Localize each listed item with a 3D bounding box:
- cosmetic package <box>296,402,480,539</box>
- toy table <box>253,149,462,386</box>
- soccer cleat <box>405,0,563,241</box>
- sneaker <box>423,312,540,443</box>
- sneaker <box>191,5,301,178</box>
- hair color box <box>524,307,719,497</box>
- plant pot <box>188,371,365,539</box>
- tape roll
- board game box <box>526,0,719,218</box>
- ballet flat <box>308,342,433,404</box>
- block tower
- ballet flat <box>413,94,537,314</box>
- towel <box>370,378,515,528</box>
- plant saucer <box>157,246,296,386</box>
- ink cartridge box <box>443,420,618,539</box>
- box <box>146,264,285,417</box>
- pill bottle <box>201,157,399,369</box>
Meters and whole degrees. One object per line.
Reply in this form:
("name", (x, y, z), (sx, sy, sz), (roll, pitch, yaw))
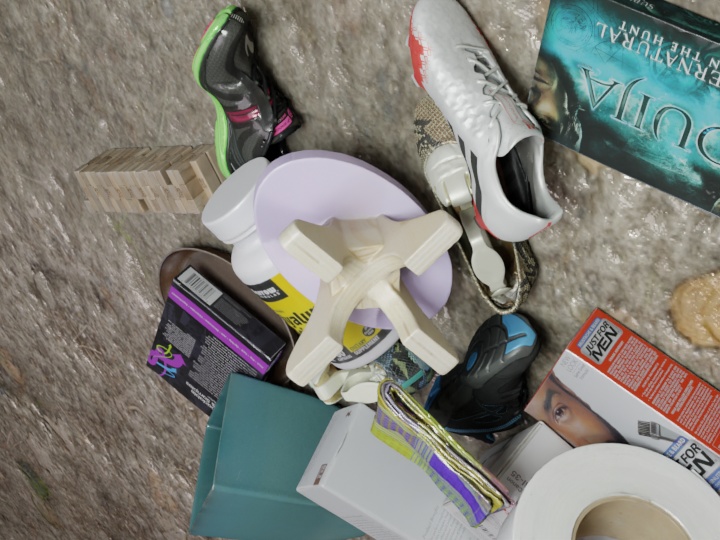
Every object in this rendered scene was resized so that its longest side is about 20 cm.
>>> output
("cosmetic package", (0.044, 0.234, 1.190), (0.200, 0.102, 0.074), (35, 153, -14))
("toy table", (0.000, 0.000, 0.931), (0.200, 0.117, 0.184), (27, 111, -21))
("soccer cleat", (0.096, -0.117, 0.851), (0.085, 0.069, 0.200), (-5, 107, 66))
("sneaker", (0.131, 0.104, 1.072), (0.082, 0.073, 0.200), (27, 149, -4))
("sneaker", (-0.095, -0.155, 1.028), (0.084, 0.077, 0.200), (18, 146, 21))
("hair color box", (0.254, 0.136, 0.979), (0.200, 0.064, 0.111), (36, 144, 13))
("plant pot", (-0.073, 0.226, 1.272), (0.200, 0.142, 0.141), (14, 144, -11))
("tape roll", (0.208, 0.240, 0.899), (0.202, 0.202, 0.071), (33, 143, 15))
("board game box", (0.217, -0.118, 0.798), (0.200, 0.028, 0.135), (29, 140, 21))
("ballet flat", (-0.011, 0.111, 1.199), (0.200, 0.074, 0.074), (-12, 117, 48))
("block tower", (-0.225, -0.097, 1.212), (0.200, 0.054, 0.058), (1, 125, 42))
("ballet flat", (0.096, -0.049, 0.937), (0.068, 0.075, 0.200), (-15, 116, 22))
("towel", (0.063, 0.162, 0.975), (0.144, 0.023, 0.200), (43, 167, 10))
("plant saucer", (-0.146, 0.049, 1.296), (0.200, 0.032, 0.200), (26, 140, 24))
("ink cartridge box", (0.176, 0.234, 1.081), (0.146, 0.083, 0.200), (41, 162, 5))
("box", (-0.172, 0.098, 1.313), (0.143, 0.036, 0.200), (39, 141, 7))
("pill bottle", (-0.049, -0.009, 1.049), (0.200, 0.111, 0.111), (45, 146, -24))
